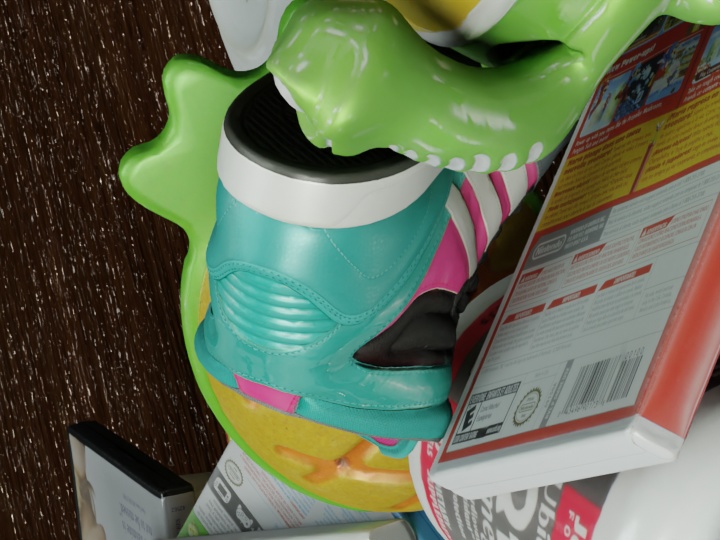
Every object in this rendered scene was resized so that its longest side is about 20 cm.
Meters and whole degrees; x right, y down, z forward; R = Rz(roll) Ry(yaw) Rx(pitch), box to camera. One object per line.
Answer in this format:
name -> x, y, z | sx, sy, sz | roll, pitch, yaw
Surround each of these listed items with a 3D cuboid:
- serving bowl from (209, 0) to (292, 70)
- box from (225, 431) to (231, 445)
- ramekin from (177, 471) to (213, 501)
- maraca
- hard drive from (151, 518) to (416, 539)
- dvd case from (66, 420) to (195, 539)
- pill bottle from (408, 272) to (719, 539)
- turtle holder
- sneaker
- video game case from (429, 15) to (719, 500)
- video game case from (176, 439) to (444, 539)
serving bowl -> -0.022, -0.134, 1.095 | 0.200, 0.066, 0.201 | 170, 90, -69
box -> -0.038, 0.040, 1.162 | 0.200, 0.050, 0.076 | -123, 26, -80
ramekin -> -0.045, 0.184, 1.245 | 0.200, 0.105, 0.201 | 170, 90, -70
maraca -> 0.000, 0.000, 0.924 | 0.200, 0.137, 0.107 | 63, -179, -29
hard drive -> -0.039, 0.166, 1.033 | 0.200, 0.027, 0.132 | -11, 93, 50
dvd case -> -0.092, 0.176, 1.191 | 0.143, 0.017, 0.201 | -160, 62, -66
pill bottle -> 0.100, 0.073, 0.800 | 0.200, 0.110, 0.111 | -146, 50, -63
turtle holder -> 0.039, -0.117, 0.761 | 0.186, 0.131, 0.141 | -58, 17, 7
sneaker -> 0.013, -0.007, 0.828 | 0.083, 0.200, 0.121 | 24, 118, 22
video game case -> 0.088, -0.033, 0.755 | 0.201, 0.017, 0.143 | -66, 14, -16
video game case -> -0.024, 0.147, 1.044 | 0.143, 0.018, 0.200 | 51, 133, 24
